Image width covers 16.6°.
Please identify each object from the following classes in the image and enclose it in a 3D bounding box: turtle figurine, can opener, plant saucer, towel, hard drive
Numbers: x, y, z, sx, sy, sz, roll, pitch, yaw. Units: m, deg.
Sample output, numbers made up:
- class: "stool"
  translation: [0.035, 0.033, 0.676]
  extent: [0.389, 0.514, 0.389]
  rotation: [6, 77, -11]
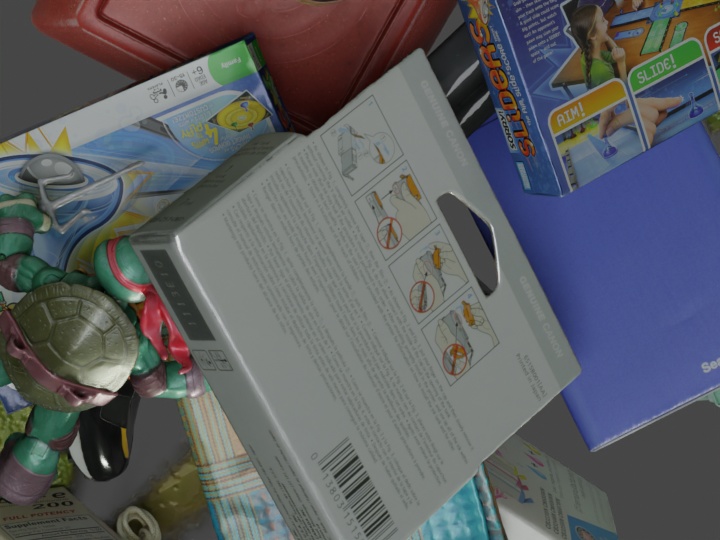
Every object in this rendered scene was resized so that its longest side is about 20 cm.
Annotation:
- class: "turtle figurine"
  translation: [-0.142, 0.028, 1.223]
  extent: [0.150, 0.101, 0.200]
  rotation: [47, 119, 2]
- class: "can opener"
  translation: [0.059, -0.122, 1.305]
  extent: [0.200, 0.067, 0.053]
  rotation: [-43, 145, 8]
- class: "plant saucer"
  translation: [-0.046, -0.165, 1.301]
  extent: [0.200, 0.037, 0.200]
  rotation: [27, 107, -9]
- class: "towel"
  translation: [-0.019, 0.076, 1.266]
  extent: [0.147, 0.022, 0.200]
  rotation: [-15, 102, 9]
- class: "hard drive"
  translation: [0.137, -0.022, 1.314]
  extent: [0.132, 0.025, 0.200]
  rotation: [-28, 81, 9]

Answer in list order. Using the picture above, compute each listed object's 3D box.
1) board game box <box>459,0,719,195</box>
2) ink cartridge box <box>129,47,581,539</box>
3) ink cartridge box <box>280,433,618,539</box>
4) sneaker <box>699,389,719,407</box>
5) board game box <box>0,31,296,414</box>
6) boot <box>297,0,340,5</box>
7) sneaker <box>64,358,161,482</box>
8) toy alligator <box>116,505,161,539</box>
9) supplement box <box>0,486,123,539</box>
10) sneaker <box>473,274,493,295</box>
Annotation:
- class: "board game box"
  translation: [0.147, -0.140, 1.253]
  extent: [0.200, 0.034, 0.135]
  rotation: [-28, 108, -26]
- class: "ink cartridge box"
  translation: [0.003, 0.019, 1.200]
  extent: [0.174, 0.044, 0.200]
  rotation: [-40, 113, -32]
- class: "ink cartridge box"
  translation: [0.028, 0.142, 1.363]
  extent: [0.200, 0.129, 0.125]
  rotation: [34, 105, -12]
- class: "sneaker"
  translation: [0.201, 0.072, 1.371]
  extent: [0.118, 0.074, 0.201]
  rotation: [-14, 109, 8]
- class: "board game box"
  translation: [-0.120, -0.023, 1.283]
  extent: [0.200, 0.034, 0.135]
  rotation: [-23, 99, 11]
- class: "boot"
  translation: [0.036, -0.219, 1.186]
  extent: [0.072, 0.166, 0.200]
  rotation: [39, 83, -8]
- class: "sneaker"
  translation: [-0.119, 0.025, 1.350]
  extent: [0.090, 0.070, 0.200]
  rotation: [1, 108, 2]
- class: "toy alligator"
  translation: [-0.092, 0.218, 1.433]
  extent: [0.054, 0.059, 0.200]
  rotation: [-17, 113, 50]
- class: "supplement box"
  translation: [-0.153, 0.220, 1.352]
  extent: [0.074, 0.200, 0.126]
  rotation: [-3, 114, -39]
- class: "sneaker"
  translation: [0.000, 0.000, 1.338]
  extent: [0.200, 0.088, 0.074]
  rotation: [34, 106, -3]
